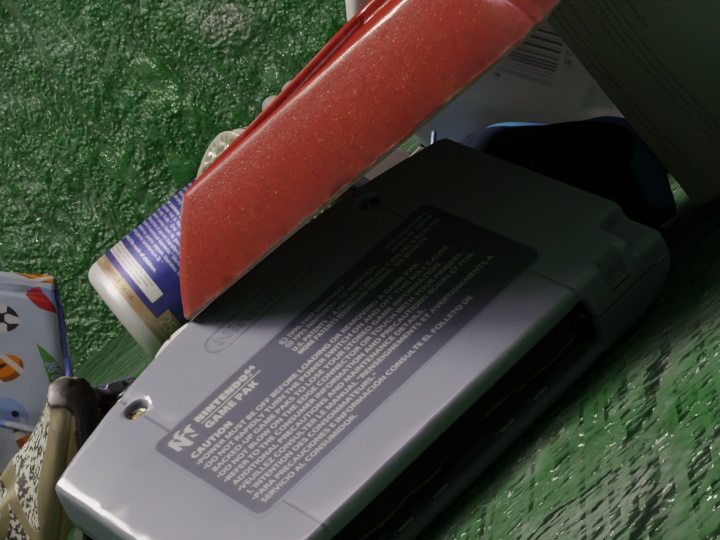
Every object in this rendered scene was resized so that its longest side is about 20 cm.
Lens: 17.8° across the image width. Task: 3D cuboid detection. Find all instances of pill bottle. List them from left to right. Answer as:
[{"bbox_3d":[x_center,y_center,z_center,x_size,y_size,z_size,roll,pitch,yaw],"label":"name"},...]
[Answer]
[{"bbox_3d":[-0.116,-0.019,1.896,0.200,0.116,0.116,-41,5,-2],"label":"pill bottle"}]

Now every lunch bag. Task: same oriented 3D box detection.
[{"bbox_3d":[-0.191,0.104,1.133,0.201,0.075,0.161,-96,21,-54],"label":"lunch bag"}]

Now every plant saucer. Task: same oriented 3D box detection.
[{"bbox_3d":[0.024,-0.089,0.838,0.200,0.037,0.200,-39,8,40],"label":"plant saucer"}]

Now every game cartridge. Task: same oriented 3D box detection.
[{"bbox_3d":[-0.003,0.036,0.795,0.200,0.042,0.133,-42,34,-20],"label":"game cartridge"}]

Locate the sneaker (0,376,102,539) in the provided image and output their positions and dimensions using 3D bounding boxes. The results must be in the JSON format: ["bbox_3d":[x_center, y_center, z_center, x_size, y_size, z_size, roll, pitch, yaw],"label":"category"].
[{"bbox_3d":[-0.159,0.120,0.919,0.077,0.088,0.201,-97,27,-54],"label":"sneaker"}]

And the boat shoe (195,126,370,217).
[{"bbox_3d":[0.000,0.000,0.932,0.200,0.062,0.075,42,114,50],"label":"boat shoe"}]

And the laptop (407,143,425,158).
[{"bbox_3d":[0.101,-0.048,1.223,0.187,0.115,0.201,-45,-21,-48],"label":"laptop"}]

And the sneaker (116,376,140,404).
[{"bbox_3d":[-0.056,0.074,0.931,0.077,0.080,0.200,-27,13,16],"label":"sneaker"}]

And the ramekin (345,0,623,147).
[{"bbox_3d":[0.088,-0.131,1.026,0.200,0.201,0.098,-36,13,34],"label":"ramekin"}]

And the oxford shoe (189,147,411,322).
[{"bbox_3d":[-0.025,0.009,1.428,0.200,0.072,0.071,-39,-22,10],"label":"oxford shoe"}]

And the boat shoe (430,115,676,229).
[{"bbox_3d":[0.053,-0.025,0.956,0.068,0.085,0.200,-29,-1,-21],"label":"boat shoe"}]

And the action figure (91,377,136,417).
[{"bbox_3d":[-0.194,0.127,1.361,0.198,0.105,0.193,-16,-8,-18],"label":"action figure"}]

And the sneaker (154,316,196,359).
[{"bbox_3d":[-0.102,0.101,1.185,0.200,0.074,0.087,-46,16,14],"label":"sneaker"}]

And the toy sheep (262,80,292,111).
[{"bbox_3d":[-0.035,-0.113,2.041,0.200,0.138,0.138,-44,6,-3],"label":"toy sheep"}]

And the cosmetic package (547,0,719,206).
[{"bbox_3d":[0.161,-0.113,0.806,0.081,0.113,0.200,-44,8,-32],"label":"cosmetic package"}]
